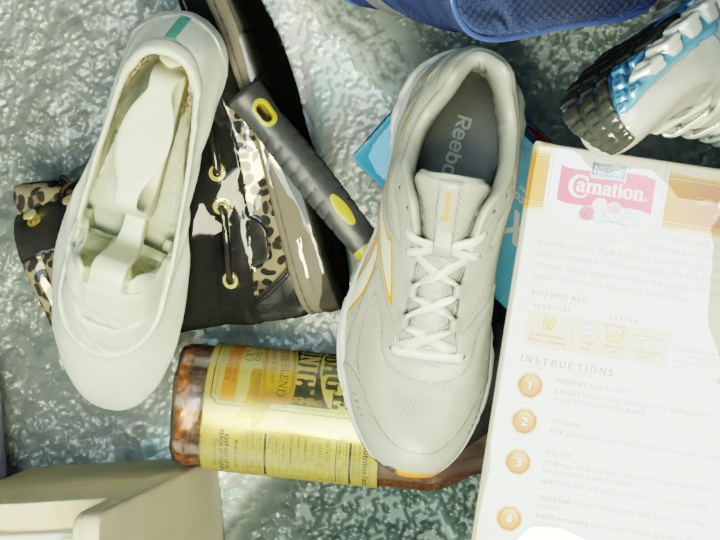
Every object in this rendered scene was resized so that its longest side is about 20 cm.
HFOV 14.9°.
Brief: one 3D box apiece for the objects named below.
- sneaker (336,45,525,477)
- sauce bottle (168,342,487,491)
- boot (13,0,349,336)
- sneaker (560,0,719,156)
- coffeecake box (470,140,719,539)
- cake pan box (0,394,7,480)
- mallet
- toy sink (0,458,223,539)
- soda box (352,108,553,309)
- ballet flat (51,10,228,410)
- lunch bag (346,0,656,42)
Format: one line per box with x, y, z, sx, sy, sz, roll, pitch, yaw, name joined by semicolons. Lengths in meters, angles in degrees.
0.032;-0.008;1.231;0.075;0.092;0.201;7;84;-1;sneaker
0.008;0.074;1.341;0.199;0.066;0.066;5;95;3;sauce bottle
-0.101;-0.056;1.357;0.150;0.073;0.201;-18;95;13;boot
0.161;-0.084;1.236;0.075;0.200;0.087;-27;98;38;sneaker
0.138;0.053;1.235;0.153;0.073;0.201;9;89;4;coffeecake box
-0.274;0.146;1.412;0.199;0.052;0.185;-2;92;19;cake pan box
0.000;0.000;1.293;0.200;0.041;0.066;44;77;-1;mallet
-0.142;0.168;1.313;0.112;0.200;0.131;-4;94;13;toy sink
0.093;-0.010;1.316;0.200;0.064;0.068;45;101;7;soda box
-0.110;-0.024;1.293;0.069;0.069;0.201;18;105;11;ballet flat
0.054;-0.210;1.253;0.135;0.132;0.201;-9;106;-31;lunch bag
